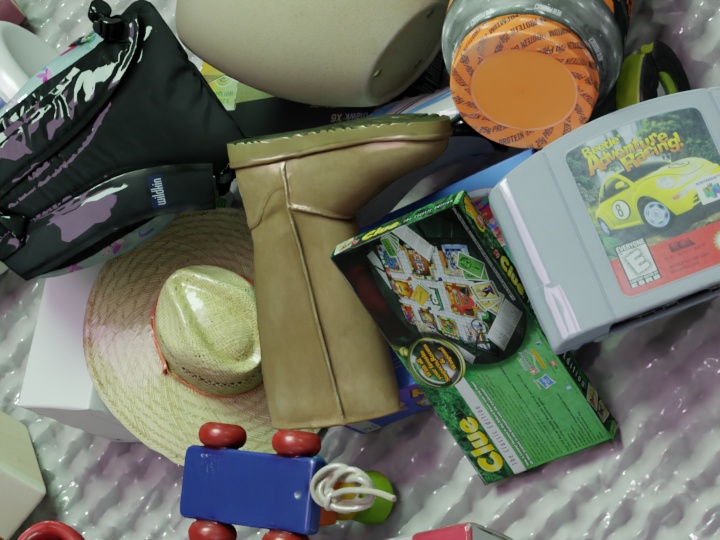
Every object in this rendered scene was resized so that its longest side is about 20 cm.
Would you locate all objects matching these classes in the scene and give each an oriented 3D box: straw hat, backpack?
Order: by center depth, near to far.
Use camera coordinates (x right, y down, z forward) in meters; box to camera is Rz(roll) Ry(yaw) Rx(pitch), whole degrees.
[{"bbox_3d":[-0.102,0.041,1.721,0.199,0.085,0.203,0,78,-2],"label":"straw hat"},{"bbox_3d":[-0.189,-0.075,1.722,0.199,0.127,0.167,-36,85,0],"label":"backpack"}]

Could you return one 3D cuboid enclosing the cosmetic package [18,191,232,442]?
[{"bbox_3d":[-0.176,0.021,1.832,0.084,0.107,0.202,-3,73,41],"label":"cosmetic package"}]

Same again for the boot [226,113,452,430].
[{"bbox_3d":[0.000,0.000,1.638,0.174,0.066,0.202,-7,98,32],"label":"boot"}]

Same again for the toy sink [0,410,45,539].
[{"bbox_3d":[-0.361,0.188,1.882,0.200,0.130,0.112,-50,31,12],"label":"toy sink"}]

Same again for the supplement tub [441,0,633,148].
[{"bbox_3d":[0.122,-0.181,1.628,0.122,0.123,0.201,-20,35,30],"label":"supplement tub"}]

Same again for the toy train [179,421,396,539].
[{"bbox_3d":[-0.018,0.154,1.654,0.199,0.115,0.085,2,85,41],"label":"toy train"}]

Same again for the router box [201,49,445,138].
[{"bbox_3d":[-0.027,-0.167,1.826,0.199,0.052,0.158,0,74,37],"label":"router box"}]

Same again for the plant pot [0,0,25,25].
[{"bbox_3d":[-0.389,-0.208,2.040,0.179,0.200,0.200,-40,52,-1],"label":"plant pot"}]

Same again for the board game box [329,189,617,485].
[{"bbox_3d":[0.075,0.047,1.592,0.104,0.201,0.024,-23,23,27],"label":"board game box"}]

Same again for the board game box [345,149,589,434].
[{"bbox_3d":[0.060,0.016,1.697,0.199,0.045,0.135,-23,61,29],"label":"board game box"}]

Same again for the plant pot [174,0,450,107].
[{"bbox_3d":[-0.012,-0.191,1.683,0.134,0.200,0.201,42,101,17],"label":"plant pot"}]

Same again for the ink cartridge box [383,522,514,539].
[{"bbox_3d":[0.015,0.262,1.615,0.199,0.085,0.149,-16,65,34],"label":"ink cartridge box"}]

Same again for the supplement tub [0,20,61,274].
[{"bbox_3d":[-0.307,-0.083,1.947,0.200,0.145,0.145,-46,52,14],"label":"supplement tub"}]

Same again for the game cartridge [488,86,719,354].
[{"bbox_3d":[0.190,-0.041,1.553,0.199,0.041,0.134,-21,68,-6],"label":"game cartridge"}]

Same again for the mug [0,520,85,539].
[{"bbox_3d":[-0.262,0.291,1.779,0.200,0.133,0.178,50,123,34],"label":"mug"}]

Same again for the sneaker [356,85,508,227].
[{"bbox_3d":[0.050,-0.103,1.701,0.199,0.072,0.073,-30,54,-4],"label":"sneaker"}]

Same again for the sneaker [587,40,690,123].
[{"bbox_3d":[0.173,-0.052,1.631,0.081,0.074,0.201,-11,61,44],"label":"sneaker"}]
